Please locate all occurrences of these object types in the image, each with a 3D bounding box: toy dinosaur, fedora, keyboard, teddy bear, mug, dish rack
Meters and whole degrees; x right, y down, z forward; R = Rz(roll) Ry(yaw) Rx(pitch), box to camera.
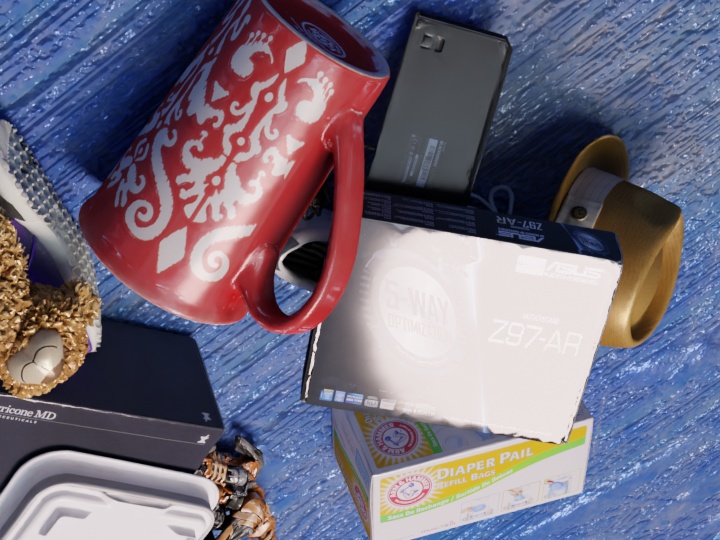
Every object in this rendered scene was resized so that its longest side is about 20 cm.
[{"bbox_3d":[-0.124,0.213,1.245,0.136,0.102,0.200,-43,114,-6],"label":"toy dinosaur"},{"bbox_3d":[0.195,-0.004,1.116,0.201,0.082,0.201,-42,139,-51],"label":"fedora"},{"bbox_3d":[0.022,-0.084,1.028,0.127,0.021,0.200,14,102,-12],"label":"keyboard"},{"bbox_3d":[-0.256,0.026,0.915,0.145,0.067,0.200,-52,124,-15],"label":"teddy bear"},{"bbox_3d":[-0.062,-0.069,0.963,0.177,0.133,0.200,35,110,-3],"label":"mug"},{"bbox_3d":[-0.212,0.223,1.095,0.171,0.044,0.200,19,121,-36],"label":"dish rack"}]

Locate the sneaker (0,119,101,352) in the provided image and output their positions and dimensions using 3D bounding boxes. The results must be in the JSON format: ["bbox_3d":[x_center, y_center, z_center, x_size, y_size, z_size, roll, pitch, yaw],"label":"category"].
[{"bbox_3d":[-0.248,-0.012,0.994,0.099,0.070,0.200,-19,132,2],"label":"sneaker"}]

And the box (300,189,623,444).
[{"bbox_3d":[0.068,0.034,1.027,0.200,0.044,0.160,10,120,-5],"label":"box"}]

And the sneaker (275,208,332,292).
[{"bbox_3d":[0.000,0.000,1.109,0.200,0.071,0.073,13,124,-34],"label":"sneaker"}]

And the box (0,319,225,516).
[{"bbox_3d":[-0.237,0.130,1.099,0.200,0.104,0.182,14,125,-35],"label":"box"}]

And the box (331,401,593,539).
[{"bbox_3d":[0.085,0.146,1.258,0.200,0.113,0.101,-13,135,-12],"label":"box"}]

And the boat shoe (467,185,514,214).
[{"bbox_3d":[0.098,-0.020,1.110,0.086,0.075,0.202,-12,150,38],"label":"boat shoe"}]
